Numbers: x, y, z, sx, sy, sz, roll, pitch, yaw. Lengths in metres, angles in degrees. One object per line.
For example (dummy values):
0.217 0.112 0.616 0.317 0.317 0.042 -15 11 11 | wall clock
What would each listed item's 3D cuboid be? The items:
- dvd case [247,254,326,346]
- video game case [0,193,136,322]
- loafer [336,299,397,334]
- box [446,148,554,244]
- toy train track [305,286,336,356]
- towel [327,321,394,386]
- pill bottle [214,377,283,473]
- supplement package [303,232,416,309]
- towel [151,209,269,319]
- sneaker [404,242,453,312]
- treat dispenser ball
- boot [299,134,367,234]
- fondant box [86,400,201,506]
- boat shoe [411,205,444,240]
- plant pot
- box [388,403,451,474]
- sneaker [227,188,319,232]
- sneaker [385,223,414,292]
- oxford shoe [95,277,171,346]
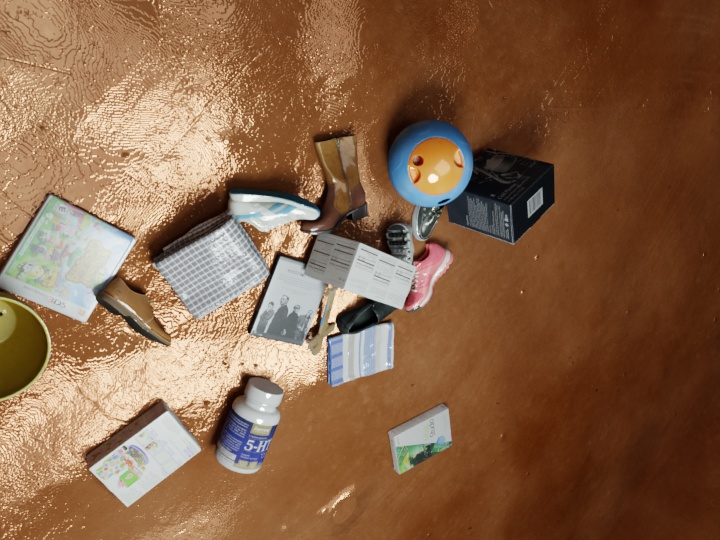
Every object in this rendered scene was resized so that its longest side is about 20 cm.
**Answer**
-0.167 0.074 1.482 0.150 0.025 0.201 18 97 -35 | dvd case
-0.568 -0.020 1.205 0.182 0.022 0.201 32 90 -36 | video game case
0.034 0.111 1.589 0.200 0.070 0.068 -25 119 -22 | loafer
0.351 -0.191 1.561 0.200 0.196 0.124 -41 134 -28 | box
-0.097 0.121 1.517 0.115 0.032 0.201 -33 146 -52 | toy train track
0.004 0.220 1.638 0.199 0.024 0.148 -12 115 -28 | towel
-0.259 0.365 1.477 0.119 0.120 0.201 17 99 -34 | pill bottle
0.000 0.000 1.455 0.199 0.155 0.111 22 88 -43 | supplement package
-0.313 -0.008 1.303 0.199 0.086 0.166 -32 122 -1 | towel
0.160 0.014 1.643 0.087 0.074 0.201 33 85 -22 | sneaker
0.163 -0.250 1.452 0.200 0.201 0.202 -11 113 -27 | treat dispenser ball
-0.072 -0.195 1.414 0.187 0.068 0.201 -21 116 -21 | boot
-0.484 0.411 1.396 0.200 0.058 0.145 -37 123 -16 | fondant box
0.184 -0.169 1.584 0.068 0.057 0.201 6 104 -33 | boat shoe
-0.673 0.116 1.119 0.199 0.142 0.201 -11 113 -27 | plant pot
0.180 0.500 1.846 0.199 0.036 0.145 -21 117 -22 | box
-0.189 -0.127 1.353 0.199 0.077 0.081 6 108 -11 | sneaker
0.106 -0.022 1.574 0.081 0.075 0.201 -27 122 -66 | sneaker
-0.452 0.090 1.292 0.071 0.071 0.200 -62 140 -29 | oxford shoe
